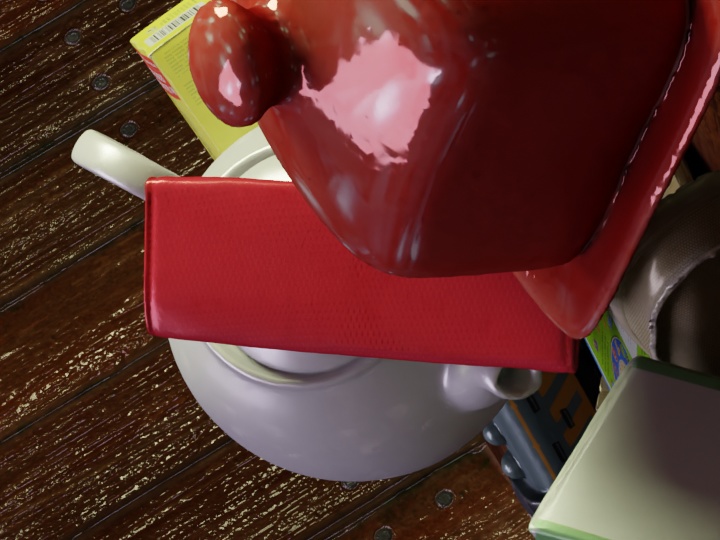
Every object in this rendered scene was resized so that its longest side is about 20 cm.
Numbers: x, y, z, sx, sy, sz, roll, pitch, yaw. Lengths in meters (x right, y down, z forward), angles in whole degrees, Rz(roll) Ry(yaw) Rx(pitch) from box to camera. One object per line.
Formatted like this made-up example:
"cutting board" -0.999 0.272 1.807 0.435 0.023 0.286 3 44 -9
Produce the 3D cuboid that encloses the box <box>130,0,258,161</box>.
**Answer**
"box" -0.039 -0.049 1.539 0.200 0.050 0.075 56 176 -17

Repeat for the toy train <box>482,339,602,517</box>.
"toy train" 0.114 0.060 1.512 0.200 0.114 0.085 60 176 -23

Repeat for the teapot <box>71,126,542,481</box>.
"teapot" -0.018 0.001 1.410 0.146 0.200 0.198 31 -138 -67

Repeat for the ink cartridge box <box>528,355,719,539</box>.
"ink cartridge box" 0.167 0.134 1.079 0.145 0.088 0.200 14 148 35

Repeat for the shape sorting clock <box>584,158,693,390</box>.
"shape sorting clock" 0.128 0.010 1.279 0.200 0.039 0.200 166 90 -81

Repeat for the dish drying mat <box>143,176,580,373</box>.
"dish drying mat" 0.000 0.000 1.318 0.018 0.200 0.077 -19 -68 -72

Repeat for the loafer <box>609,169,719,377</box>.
"loafer" 0.150 0.035 1.112 0.068 0.076 0.200 50 175 37

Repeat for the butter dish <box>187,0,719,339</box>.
"butter dish" 0.010 -0.085 1.022 0.200 0.148 0.200 58 149 26

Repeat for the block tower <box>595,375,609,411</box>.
"block tower" 0.131 0.120 1.358 0.054 0.058 0.200 63 -146 -52
